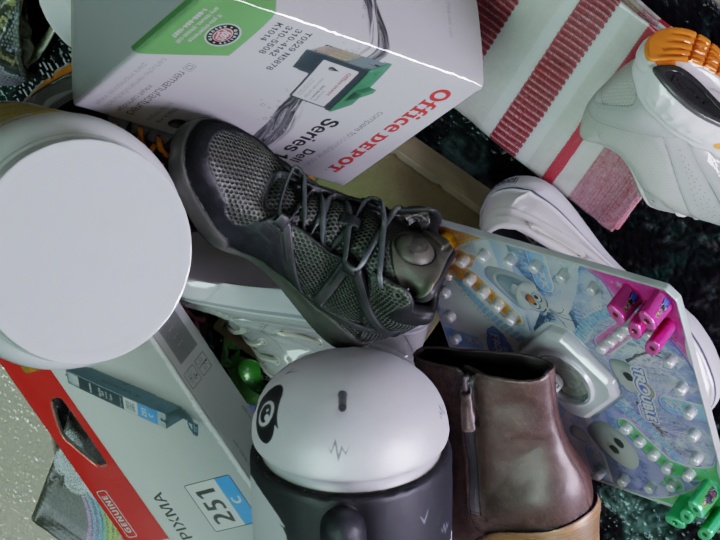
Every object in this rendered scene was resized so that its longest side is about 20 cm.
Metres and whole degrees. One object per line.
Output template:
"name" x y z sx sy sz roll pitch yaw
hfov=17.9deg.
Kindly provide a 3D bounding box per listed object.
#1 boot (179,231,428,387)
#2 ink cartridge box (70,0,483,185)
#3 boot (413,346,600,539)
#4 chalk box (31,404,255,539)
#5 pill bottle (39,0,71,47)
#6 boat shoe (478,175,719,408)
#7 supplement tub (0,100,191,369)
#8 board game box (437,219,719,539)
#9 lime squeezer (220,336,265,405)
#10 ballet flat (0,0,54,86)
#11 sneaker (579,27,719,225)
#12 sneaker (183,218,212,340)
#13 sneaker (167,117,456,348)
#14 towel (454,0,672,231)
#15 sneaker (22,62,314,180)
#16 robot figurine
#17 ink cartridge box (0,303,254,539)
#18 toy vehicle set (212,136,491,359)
"boot" -0.058 0.040 1.465 0.200 0.074 0.096 12 118 0
"ink cartridge box" -0.047 -0.135 1.333 0.200 0.084 0.146 16 147 -34
"boot" 0.059 0.116 1.447 0.200 0.072 0.166 5 124 36
"chalk box" -0.109 0.165 1.617 0.200 0.124 0.124 34 129 13
"pill bottle" -0.107 -0.207 1.400 0.200 0.112 0.112 -29 101 40
"boat shoe" 0.148 0.028 1.411 0.072 0.066 0.200 -32 107 30
"supplement tub" -0.184 -0.021 1.311 0.145 0.145 0.200 63 164 -16
"board game box" 0.124 0.067 1.395 0.200 0.026 0.200 17 141 38
"lime squeezer" -0.068 0.053 1.587 0.071 0.038 0.200 -11 110 38
"ballet flat" -0.222 -0.206 1.508 0.072 0.072 0.200 26 129 14
"sneaker" 0.214 -0.053 1.322 0.200 0.076 0.092 41 137 -13
"sneaker" -0.119 0.014 1.522 0.079 0.095 0.200 5 127 -19
"sneaker" -0.019 -0.029 1.329 0.114 0.076 0.199 -13 134 41
"towel" 0.111 -0.130 1.379 0.200 0.023 0.144 39 133 6
"sneaker" -0.115 -0.090 1.434 0.200 0.077 0.078 -2 154 -8
"robot figurine" -0.008 0.145 1.383 0.150 0.125 0.200 28 127 46
"ink cartridge box" -0.151 0.104 1.482 0.176 0.045 0.200 -17 114 38
"toy vehicle set" 0.000 0.000 1.500 0.124 0.027 0.200 36 123 2
